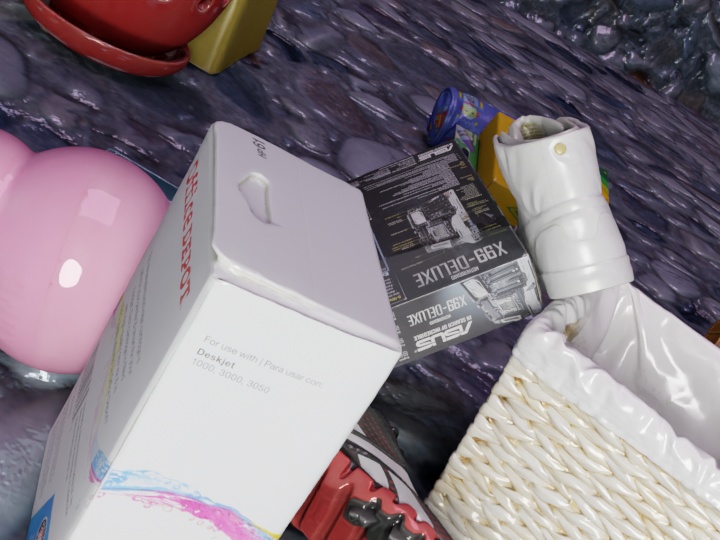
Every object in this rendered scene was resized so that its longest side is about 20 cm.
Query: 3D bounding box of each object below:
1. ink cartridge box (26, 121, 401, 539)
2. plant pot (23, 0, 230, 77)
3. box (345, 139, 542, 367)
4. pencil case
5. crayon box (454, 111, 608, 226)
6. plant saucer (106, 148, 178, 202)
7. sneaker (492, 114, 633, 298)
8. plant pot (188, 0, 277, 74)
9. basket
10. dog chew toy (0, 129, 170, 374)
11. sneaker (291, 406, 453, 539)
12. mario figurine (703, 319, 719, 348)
[{"bbox_3d":[-0.072,0.056,0.471,0.084,0.201,0.145,23,25,-19],"label":"ink cartridge box"},{"bbox_3d":[-0.212,-0.299,1.027,0.199,0.183,0.201,26,24,-12],"label":"plant pot"},{"bbox_3d":[0.000,0.000,0.705,0.158,0.199,0.050,-113,-178,-54],"label":"box"},{"bbox_3d":[0.178,-0.163,1.379,0.199,0.087,0.079,23,65,-18],"label":"pencil case"},{"bbox_3d":[0.206,-0.106,1.284,0.199,0.052,0.126,25,47,-15],"label":"crayon box"},{"bbox_3d":[-0.119,-0.028,0.815,0.199,0.019,0.070,29,23,-4],"label":"plant saucer"},{"bbox_3d":[0.128,-0.046,0.705,0.200,0.073,0.116,-144,-141,-89],"label":"sneaker"},{"bbox_3d":[-0.176,-0.369,1.192,0.193,0.201,0.196,31,24,-1],"label":"plant pot"},{"bbox_3d":[0.171,0.129,0.683,0.200,0.161,0.198,39,24,15],"label":"basket"},{"bbox_3d":[-0.202,-0.022,0.578,0.199,0.125,0.125,20,25,-8],"label":"dog chew toy"},{"bbox_3d":[0.004,0.128,0.588,0.200,0.071,0.098,40,26,21],"label":"sneaker"},{"bbox_3d":[0.406,0.142,1.024,0.200,0.106,0.123,50,-1,-15],"label":"mario figurine"}]
